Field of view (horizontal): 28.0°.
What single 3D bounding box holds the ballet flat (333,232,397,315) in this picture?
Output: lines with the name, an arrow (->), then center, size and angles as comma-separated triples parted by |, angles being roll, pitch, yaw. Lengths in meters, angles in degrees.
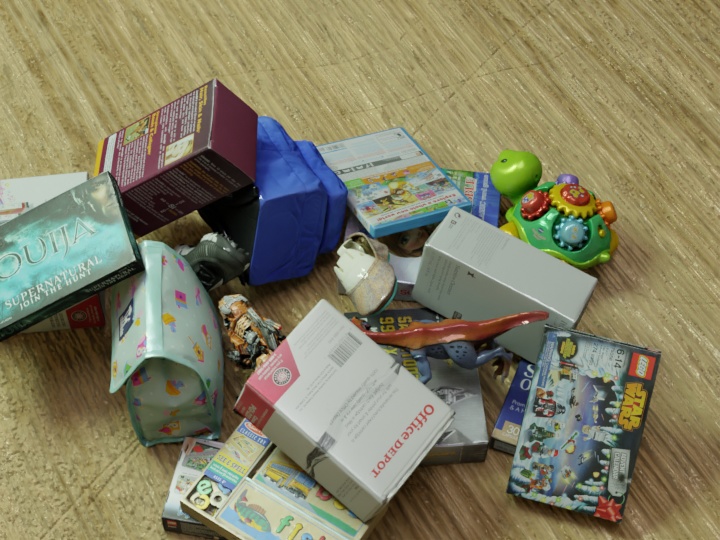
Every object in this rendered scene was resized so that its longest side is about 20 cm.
ballet flat -> 0.000, 0.000, 1.729 | 0.067, 0.200, 0.068 | 39, 99, -11

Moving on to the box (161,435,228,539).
box -> -0.118, 0.260, 1.656 | 0.199, 0.035, 0.110 | 9, 54, 6

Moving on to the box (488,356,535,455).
box -> 0.244, 0.146, 1.747 | 0.121, 0.032, 0.200 | 17, 54, 12

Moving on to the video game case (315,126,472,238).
video game case -> 0.036, -0.118, 1.884 | 0.143, 0.018, 0.200 | -15, 41, -22

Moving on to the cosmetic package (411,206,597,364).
cosmetic package -> 0.172, 0.023, 1.738 | 0.199, 0.113, 0.081 | 28, 52, 13

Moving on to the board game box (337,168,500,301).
board game box -> 0.080, -0.050, 1.885 | 0.198, 0.041, 0.201 | 5, 53, 4

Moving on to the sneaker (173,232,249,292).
sneaker -> -0.199, 0.009, 1.773 | 0.066, 0.200, 0.091 | 39, 69, -19

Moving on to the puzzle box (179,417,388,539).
puzzle box -> -0.084, 0.262, 1.617 | 0.199, 0.025, 0.133 | 27, 57, 18

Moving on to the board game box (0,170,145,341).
board game box -> -0.355, -0.016, 1.651 | 0.199, 0.028, 0.136 | -26, 59, 5

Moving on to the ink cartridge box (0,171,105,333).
ink cartridge box -> -0.426, -0.017, 1.792 | 0.199, 0.146, 0.145 | -5, 54, -4

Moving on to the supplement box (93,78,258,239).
supplement box -> -0.227, -0.133, 1.759 | 0.199, 0.086, 0.111 | -23, 49, 29

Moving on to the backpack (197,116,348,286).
backpack -> -0.123, -0.098, 1.854 | 0.167, 0.163, 0.200 | -9, 42, -33

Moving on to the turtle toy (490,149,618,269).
turtle toy -> 0.244, -0.075, 1.849 | 0.200, 0.101, 0.146 | 39, 45, 24

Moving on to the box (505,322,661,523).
box -> 0.255, 0.173, 1.648 | 0.136, 0.040, 0.201 | 13, 94, 9

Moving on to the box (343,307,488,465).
box -> 0.064, 0.139, 1.740 | 0.158, 0.048, 0.201 | -3, 53, -2

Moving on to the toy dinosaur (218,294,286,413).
toy dinosaur -> -0.104, 0.117, 1.700 | 0.102, 0.136, 0.201 | -14, 54, -12

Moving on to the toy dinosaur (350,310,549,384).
toy dinosaur -> 0.084, 0.069, 1.677 | 0.181, 0.200, 0.105 | 20, 30, -25

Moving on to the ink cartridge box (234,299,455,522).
ink cartridge box -> -0.016, 0.155, 1.597 | 0.200, 0.085, 0.146 | 40, 60, 6

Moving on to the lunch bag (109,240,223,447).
lunch bag -> -0.228, 0.084, 1.679 | 0.121, 0.200, 0.171 | -8, 54, 3
